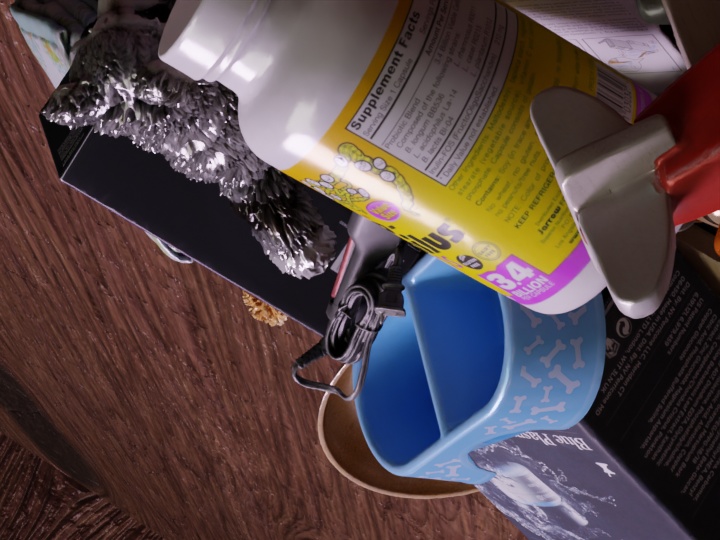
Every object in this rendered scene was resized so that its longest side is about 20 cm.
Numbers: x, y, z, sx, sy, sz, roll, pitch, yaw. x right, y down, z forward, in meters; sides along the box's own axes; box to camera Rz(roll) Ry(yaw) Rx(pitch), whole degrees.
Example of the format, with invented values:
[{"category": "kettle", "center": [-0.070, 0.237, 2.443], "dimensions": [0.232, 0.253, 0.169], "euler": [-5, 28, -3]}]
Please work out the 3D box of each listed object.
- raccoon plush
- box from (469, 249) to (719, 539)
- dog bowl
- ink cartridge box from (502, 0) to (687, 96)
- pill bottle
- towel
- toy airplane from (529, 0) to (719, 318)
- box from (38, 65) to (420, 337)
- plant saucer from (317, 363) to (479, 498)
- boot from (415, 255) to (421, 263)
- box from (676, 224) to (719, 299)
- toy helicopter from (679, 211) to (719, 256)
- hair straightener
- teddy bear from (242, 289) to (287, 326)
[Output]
[{"category": "raccoon plush", "center": [-0.067, -0.061, 0.869], "dimensions": [0.096, 0.134, 0.201], "euler": [-30, 110, 25]}, {"category": "box", "center": [0.137, 0.079, 1.048], "dimensions": [0.200, 0.118, 0.196], "euler": [45, 159, -25]}, {"category": "dog bowl", "center": [0.053, 0.042, 0.913], "dimensions": [0.049, 0.113, 0.200], "euler": [-4, 159, -27]}, {"category": "ink cartridge box", "center": [0.047, -0.123, 0.822], "dimensions": [0.198, 0.045, 0.176], "euler": [1, 165, 31]}, {"category": "pill bottle", "center": [0.021, -0.070, 0.724], "dimensions": [0.199, 0.105, 0.104], "euler": [28, 163, -16]}, {"category": "towel", "center": [-0.164, -0.101, 1.183], "dimensions": [0.172, 0.048, 0.200], "euler": [65, 170, -22]}, {"category": "toy airplane", "center": [0.163, -0.054, 0.645], "dimensions": [0.198, 0.202, 0.141], "euler": [11, 172, 42]}, {"category": "box", "center": [-0.079, -0.051, 1.038], "dimensions": [0.199, 0.079, 0.141], "euler": [32, -169, -22]}, {"category": "plant saucer", "center": [0.066, 0.079, 1.215], "dimensions": [0.201, 0.199, 0.036], "euler": [55, -165, -45]}, {"category": "boot", "center": [-0.007, 0.000, 1.238], "dimensions": [0.201, 0.071, 0.143], "euler": [40, 155, -31]}, {"category": "box", "center": [0.126, -0.017, 1.055], "dimensions": [0.199, 0.021, 0.164], "euler": [31, 160, 15]}, {"category": "toy helicopter", "center": [0.130, -0.054, 0.841], "dimensions": [0.198, 0.080, 0.132], "euler": [20, 172, 5]}, {"category": "hair straightener", "center": [0.000, 0.000, 0.905], "dimensions": [0.040, 0.077, 0.201], "euler": [13, 133, -14]}, {"category": "teddy bear", "center": [-0.080, -0.042, 1.220], "dimensions": [0.066, 0.147, 0.200], "euler": [-9, 165, -6]}]
